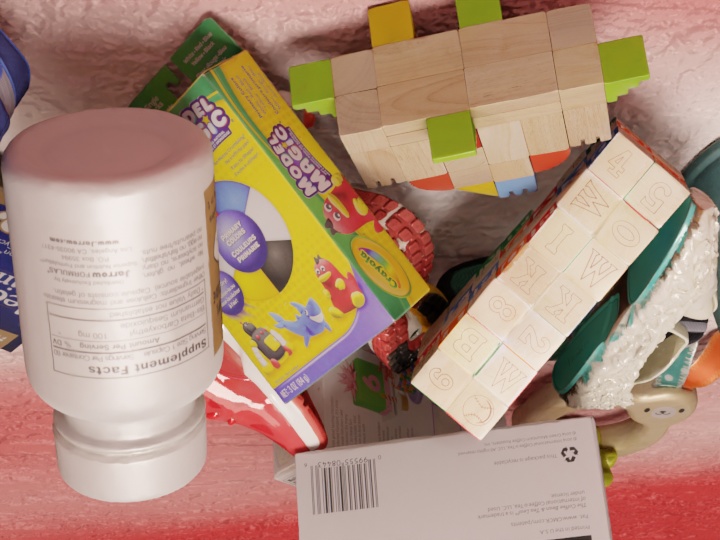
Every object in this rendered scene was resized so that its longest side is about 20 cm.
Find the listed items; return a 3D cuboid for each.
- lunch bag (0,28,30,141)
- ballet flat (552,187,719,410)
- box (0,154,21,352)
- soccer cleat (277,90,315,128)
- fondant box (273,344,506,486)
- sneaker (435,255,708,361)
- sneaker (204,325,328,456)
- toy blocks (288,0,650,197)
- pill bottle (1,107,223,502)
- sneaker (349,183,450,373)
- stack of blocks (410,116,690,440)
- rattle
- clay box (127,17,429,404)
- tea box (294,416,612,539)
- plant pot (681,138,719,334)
[{"bbox_3d":[-0.274,-0.089,0.816,0.198,0.133,0.136,-20,128,23],"label":"lunch bag"},{"bbox_3d":[0.194,0.023,1.016,0.071,0.072,0.201,8,138,-20],"label":"ballet flat"},{"bbox_3d":[-0.252,0.000,1.046,0.120,0.033,0.199,23,139,-36],"label":"box"},{"bbox_3d":[-0.077,-0.040,0.980,0.077,0.070,0.201,16,143,-1],"label":"soccer cleat"},{"bbox_3d":[0.025,0.103,1.140,0.058,0.146,0.199,-29,141,36],"label":"fondant box"},{"bbox_3d":[0.149,0.037,1.131,0.197,0.075,0.088,6,167,-2],"label":"sneaker"},{"bbox_3d":[-0.117,0.068,0.986,0.115,0.078,0.200,-39,109,3],"label":"sneaker"},{"bbox_3d":[0.071,-0.089,0.917,0.198,0.101,0.137,-11,159,10],"label":"toy blocks"},{"bbox_3d":[-0.134,0.021,0.863,0.113,0.115,0.202,-2,117,-5],"label":"pill bottle"},{"bbox_3d":[0.000,0.000,1.022,0.078,0.082,0.200,-43,155,-12],"label":"sneaker"},{"bbox_3d":[0.119,0.000,0.981,0.058,0.115,0.200,39,104,-2],"label":"stack of blocks"},{"bbox_3d":[0.219,0.142,1.243,0.199,0.144,0.130,-22,126,34],"label":"rattle"},{"bbox_3d":[-0.063,-0.033,0.893,0.201,0.048,0.115,51,132,0],"label":"clay box"},{"bbox_3d":[0.069,0.203,1.034,0.197,0.135,0.197,-7,151,4],"label":"tea box"},{"bbox_3d":[0.318,0.026,1.019,0.198,0.198,0.201,-4,148,-2],"label":"plant pot"}]
